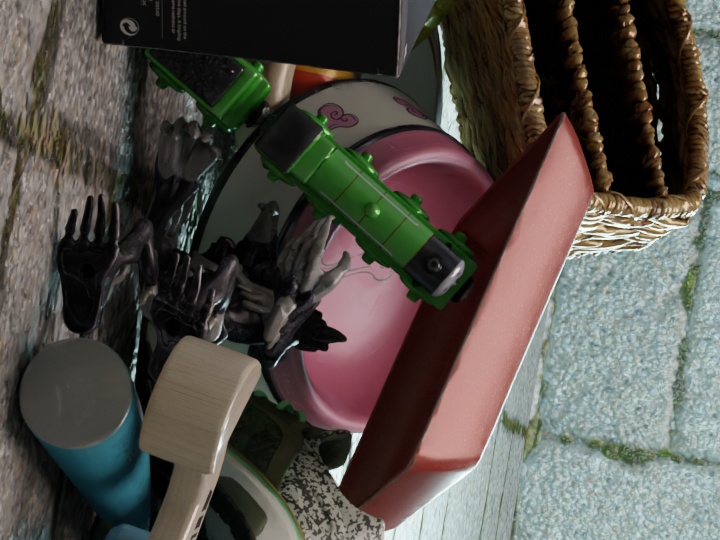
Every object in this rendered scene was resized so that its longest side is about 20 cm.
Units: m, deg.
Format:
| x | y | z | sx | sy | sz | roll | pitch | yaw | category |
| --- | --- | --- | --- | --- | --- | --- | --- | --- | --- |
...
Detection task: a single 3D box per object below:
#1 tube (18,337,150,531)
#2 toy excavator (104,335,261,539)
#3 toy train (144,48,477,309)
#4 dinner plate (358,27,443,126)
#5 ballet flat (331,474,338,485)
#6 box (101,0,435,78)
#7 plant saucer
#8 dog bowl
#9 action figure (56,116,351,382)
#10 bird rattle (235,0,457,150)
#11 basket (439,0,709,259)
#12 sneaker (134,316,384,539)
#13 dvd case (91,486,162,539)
| x | y | z | sx | sy | sz | roll | pitch | yaw | category |
| --- | --- | --- | --- | --- | --- | --- | --- | --- | --- |
| -0.118 | 0.081 | 1.401 | 0.200 | 0.050 | 0.078 | 77 | 13 | -72 | tube |
| -0.091 | 0.140 | 1.356 | 0.194 | 0.100 | 0.200 | 66 | 42 | -76 | toy excavator |
| -0.023 | -0.053 | 1.433 | 0.042 | 0.200 | 0.056 | -50 | 179 | -1 | toy train |
| 0.013 | -0.080 | 1.810 | 0.200 | 0.024 | 0.201 | -169 | -90 | -70 | dinner plate |
| -0.043 | 0.154 | 1.859 | 0.200 | 0.063 | 0.069 | -58 | 156 | -68 | ballet flat |
| -0.027 | -0.172 | 1.410 | 0.200 | 0.141 | 0.079 | -66 | 163 | -59 | box |
| 0.052 | 0.040 | 1.510 | 0.200 | 0.037 | 0.200 | -65 | -174 | -20 | plant saucer |
| 0.000 | 0.000 | 1.647 | 0.200 | 0.074 | 0.201 | -25 | 128 | -37 | dog bowl |
| -0.065 | -0.006 | 1.420 | 0.102 | 0.119 | 0.200 | -64 | 167 | 13 | action figure |
| -0.036 | -0.098 | 1.685 | 0.200 | 0.112 | 0.163 | -68 | 158 | -2 | bird rattle |
| 0.134 | -0.117 | 1.710 | 0.149 | 0.142 | 0.201 | 127 | -44 | -70 | basket |
| -0.051 | 0.090 | 1.470 | 0.200 | 0.088 | 0.077 | 57 | -32 | 39 | sneaker |
| -0.117 | 0.186 | 1.574 | 0.146 | 0.022 | 0.200 | -72 | 168 | -45 | dvd case |
